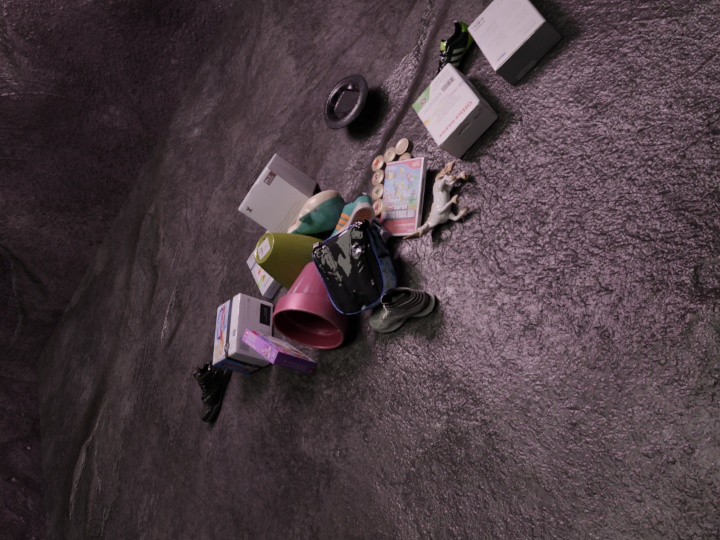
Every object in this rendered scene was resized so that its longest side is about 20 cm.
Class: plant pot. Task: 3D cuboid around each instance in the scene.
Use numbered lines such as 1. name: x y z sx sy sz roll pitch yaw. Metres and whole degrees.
1. plant pot: -0.115 0.084 1.698 0.199 0.200 0.180 -21 41 42
2. plant pot: -0.198 -0.029 1.828 0.186 0.199 0.189 -25 54 40

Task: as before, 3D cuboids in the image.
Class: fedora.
1. fedora: -0.024 -0.500 1.948 0.200 0.091 0.202 -26 53 40

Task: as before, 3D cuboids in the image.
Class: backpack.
1. backpack: 0.000 0.000 1.596 0.182 0.147 0.201 -26 79 26

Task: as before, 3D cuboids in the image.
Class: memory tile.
1. memory tile: 0.085 -0.257 1.757 0.153 0.017 0.202 -25 54 40

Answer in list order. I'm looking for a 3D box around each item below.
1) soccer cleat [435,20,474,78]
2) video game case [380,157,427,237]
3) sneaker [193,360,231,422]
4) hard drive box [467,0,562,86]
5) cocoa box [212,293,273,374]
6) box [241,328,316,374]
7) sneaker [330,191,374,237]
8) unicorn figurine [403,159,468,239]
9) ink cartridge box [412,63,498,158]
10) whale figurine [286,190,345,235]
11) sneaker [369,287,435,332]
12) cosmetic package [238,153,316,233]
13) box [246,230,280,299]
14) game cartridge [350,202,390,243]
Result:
1. soccer cleat: 0.233 -0.561 1.684 0.067 0.081 0.201 28 94 52
2. video game case: 0.110 -0.189 1.663 0.142 0.017 0.202 1 83 50
3. sneaker: -0.496 0.382 2.044 0.076 0.114 0.201 14 84 53
4. hard drive box: 0.367 -0.573 1.536 0.156 0.076 0.201 -42 44 28
5. cocoa box: -0.360 0.197 1.957 0.131 0.133 0.201 -29 51 39
6. box: -0.230 0.227 1.787 0.199 0.136 0.039 23 89 52
7. sneaker: -0.025 -0.127 1.712 0.200 0.071 0.080 -48 32 37
8. unicorn figurine: 0.197 -0.159 1.542 0.137 0.074 0.201 -25 39 52
9. ink cartridge box: 0.234 -0.400 1.598 0.145 0.084 0.201 -47 42 24
10. whale figurine: -0.125 -0.146 1.864 0.200 0.159 0.104 -39 80 26
11. sneaker: 0.070 0.084 1.521 0.200 0.115 0.076 -28 52 39
12. cosmetic package: -0.252 -0.231 1.967 0.165 0.164 0.200 -52 13 19
13. box: -0.291 -0.028 2.067 0.156 0.041 0.200 -53 41 17
14. game cartridge: 0.003 -0.088 1.740 0.200 0.038 0.131 46 122 50
